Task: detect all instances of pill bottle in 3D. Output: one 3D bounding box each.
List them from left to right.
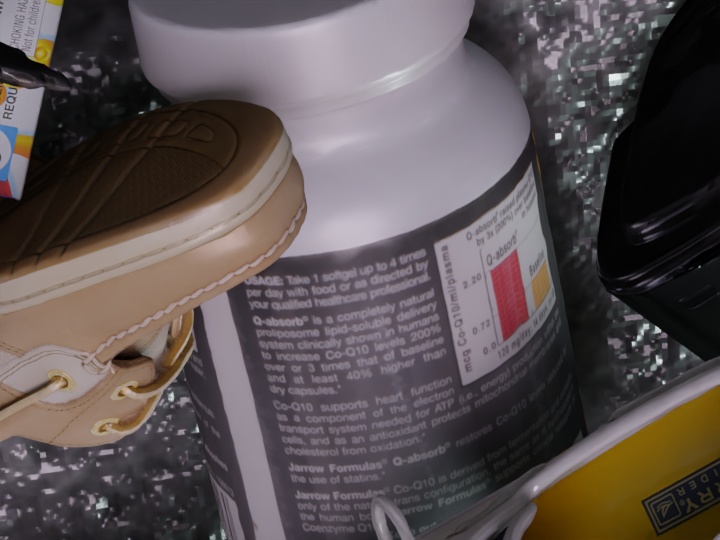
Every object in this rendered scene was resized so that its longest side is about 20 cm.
[{"bbox_3d":[0.000,0.000,0.834,0.116,0.117,0.201,-12,118,-1],"label":"pill bottle"}]

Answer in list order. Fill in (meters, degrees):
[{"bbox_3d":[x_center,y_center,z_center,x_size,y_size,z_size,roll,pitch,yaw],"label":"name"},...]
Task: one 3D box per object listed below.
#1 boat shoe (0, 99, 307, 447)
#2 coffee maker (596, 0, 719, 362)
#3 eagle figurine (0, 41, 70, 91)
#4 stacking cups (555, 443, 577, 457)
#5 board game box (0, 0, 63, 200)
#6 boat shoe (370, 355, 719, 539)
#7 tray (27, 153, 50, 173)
[{"bbox_3d":[-0.079,0.013,0.783,0.199,0.074,0.069,-20,115,43],"label":"boat shoe"},{"bbox_3d":[0.178,0.010,0.818,0.200,0.192,0.135,36,107,-22],"label":"coffee maker"},{"bbox_3d":[-0.188,-0.054,0.646,0.152,0.151,0.200,-45,106,3],"label":"eagle figurine"},{"bbox_3d":[0.104,0.097,0.876,0.060,0.061,0.200,-34,157,11],"label":"stacking cups"},{"bbox_3d":[-0.179,-0.101,0.768,0.199,0.103,0.105,10,115,-12],"label":"board game box"},{"bbox_3d":[0.042,0.085,0.745,0.201,0.075,0.086,-32,157,16],"label":"boat shoe"},{"bbox_3d":[-0.171,0.044,0.883,0.098,0.037,0.201,18,113,-15],"label":"tray"}]
